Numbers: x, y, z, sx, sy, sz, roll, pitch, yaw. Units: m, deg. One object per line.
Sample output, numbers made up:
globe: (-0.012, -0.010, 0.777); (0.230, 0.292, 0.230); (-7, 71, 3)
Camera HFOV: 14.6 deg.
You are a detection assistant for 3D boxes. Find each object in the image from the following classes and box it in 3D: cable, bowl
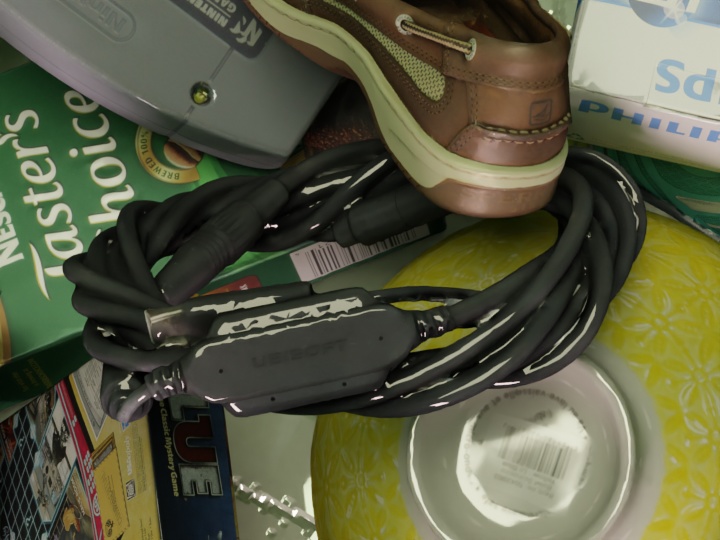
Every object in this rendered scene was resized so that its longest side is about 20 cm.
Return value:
cable: (0.000, 0.000, 0.967); (0.199, 0.163, 0.051); (-14, 113, -5)
bowl: (0.067, 0.069, 0.989); (0.199, 0.108, 0.202); (-2, 83, 14)

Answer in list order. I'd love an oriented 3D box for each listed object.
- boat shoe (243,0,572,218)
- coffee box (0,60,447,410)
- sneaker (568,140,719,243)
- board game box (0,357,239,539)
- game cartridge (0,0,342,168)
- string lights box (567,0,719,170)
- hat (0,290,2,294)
boat shoe: (0.016, -0.103, 0.966); (0.074, 0.075, 0.202); (-12, 41, -30)
coffee box: (-0.078, -0.037, 1.105); (0.199, 0.044, 0.124); (-21, 68, 1)
sneaker: (0.100, -0.066, 1.063); (0.199, 0.080, 0.078); (26, 51, 13)
board game box: (-0.089, 0.137, 1.003); (0.034, 0.135, 0.201); (7, 65, -35)
game cartridge: (-0.085, -0.134, 1.052); (0.200, 0.041, 0.133); (37, 69, -9)
string lights box: (0.139, -0.139, 0.997); (0.102, 0.059, 0.201); (13, 76, 3)
hat: (-0.145, 0.134, 1.028); (0.176, 0.166, 0.200); (47, 121, -7)
